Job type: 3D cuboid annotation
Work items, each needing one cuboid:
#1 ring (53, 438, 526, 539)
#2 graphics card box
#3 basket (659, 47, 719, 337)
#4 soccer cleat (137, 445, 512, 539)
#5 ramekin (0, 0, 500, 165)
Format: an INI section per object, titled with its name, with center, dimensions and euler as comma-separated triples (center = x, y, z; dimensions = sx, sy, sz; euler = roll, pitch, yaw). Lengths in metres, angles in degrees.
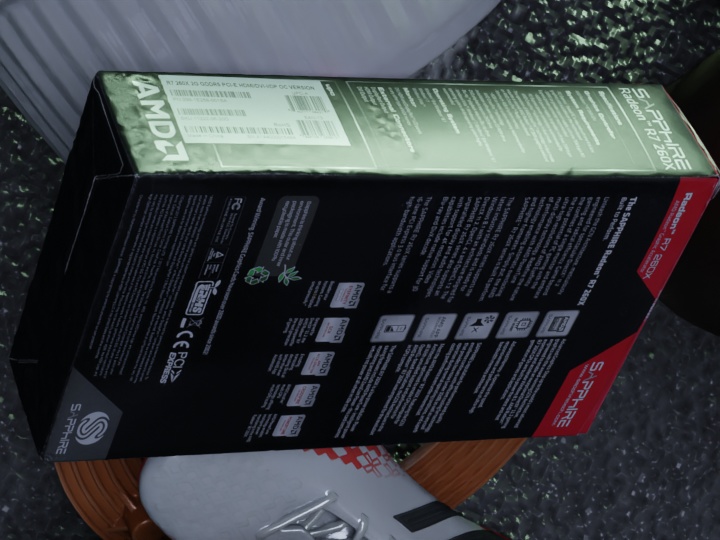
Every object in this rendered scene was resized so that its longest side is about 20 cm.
[ring]
center = -0.010, 0.037, 0.833
dimensions = 0.200, 0.019, 0.201
euler = -14, 132, -16
[graphics card box]
center = 0.000, 0.000, 0.751
dimensions = 0.199, 0.126, 0.051
euler = -2, 47, -26
[basket]
center = 0.174, -0.027, 0.837
dimensions = 0.136, 0.200, 0.181
euler = -38, 100, -9
[soccer cleat]
center = 0.007, 0.106, 0.825
dimensions = 0.069, 0.085, 0.200
euler = -45, 132, 13
[ramekin]
center = -0.040, -0.108, 0.797
dimensions = 0.200, 0.200, 0.105
euler = -33, 106, -10
